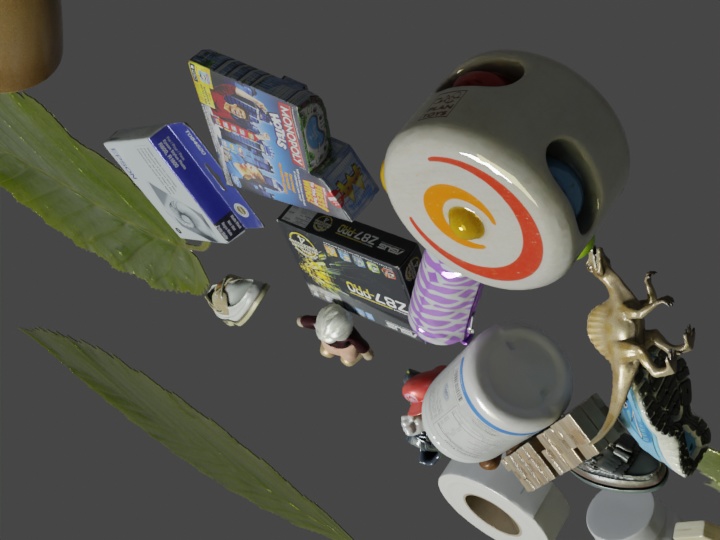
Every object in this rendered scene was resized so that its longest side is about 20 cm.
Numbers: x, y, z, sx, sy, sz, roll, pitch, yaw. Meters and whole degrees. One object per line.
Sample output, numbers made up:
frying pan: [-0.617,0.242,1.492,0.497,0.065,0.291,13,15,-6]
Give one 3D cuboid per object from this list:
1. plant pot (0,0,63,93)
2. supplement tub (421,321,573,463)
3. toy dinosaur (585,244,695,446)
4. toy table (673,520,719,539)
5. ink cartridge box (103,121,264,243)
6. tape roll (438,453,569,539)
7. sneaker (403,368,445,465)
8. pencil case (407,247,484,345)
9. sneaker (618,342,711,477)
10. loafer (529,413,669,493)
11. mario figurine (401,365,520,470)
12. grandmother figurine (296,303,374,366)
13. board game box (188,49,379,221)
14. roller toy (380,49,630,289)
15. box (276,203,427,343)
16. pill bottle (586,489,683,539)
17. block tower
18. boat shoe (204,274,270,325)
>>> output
plant pot: [-0.432,-0.343,1.010,0.186,0.186,0.200,39,141,-1]
supplement tub: [0.161,0.153,1.055,0.132,0.132,0.200,37,155,5]
toy dinosaur: [0.264,0.072,0.836,0.101,0.058,0.200,0,97,47]
toy table: [0.429,0.289,0.898,0.117,0.184,0.200,26,143,-9]
ink cartridge box: [-0.259,-0.124,1.257,0.200,0.041,0.200,4,137,49]
tape roll: [0.225,0.360,1.365,0.202,0.071,0.203,31,152,18]
sneaker: [0.103,0.224,1.294,0.074,0.081,0.200,16,145,37]
pencil case: [0.104,0.013,0.958,0.085,0.084,0.200,39,154,19]
sneaker: [0.302,0.144,0.925,0.090,0.078,0.200,15,144,48]
loafer: [0.283,0.220,1.078,0.200,0.072,0.063,11,136,47]
mario figurine: [0.134,0.219,1.197,0.200,0.123,0.106,38,-168,-19]
grandmother figurine: [-0.035,0.090,1.241,0.121,0.061,0.200,14,165,3]
board game box: [-0.079,-0.144,0.974,0.200,0.062,0.200,26,151,22]
roller toy: [0.117,-0.080,0.735,0.200,0.140,0.182,34,153,11]
box: [0.000,0.000,1.112,0.200,0.049,0.161,22,153,32]
pill bottle: [0.385,0.375,1.136,0.114,0.114,0.200,-3,132,53]
block tower: [0.237,0.208,1.021,0.058,0.054,0.200,54,154,13]
boat shoe: [-0.210,0.046,1.421,0.068,0.075,0.200,39,155,-12]
